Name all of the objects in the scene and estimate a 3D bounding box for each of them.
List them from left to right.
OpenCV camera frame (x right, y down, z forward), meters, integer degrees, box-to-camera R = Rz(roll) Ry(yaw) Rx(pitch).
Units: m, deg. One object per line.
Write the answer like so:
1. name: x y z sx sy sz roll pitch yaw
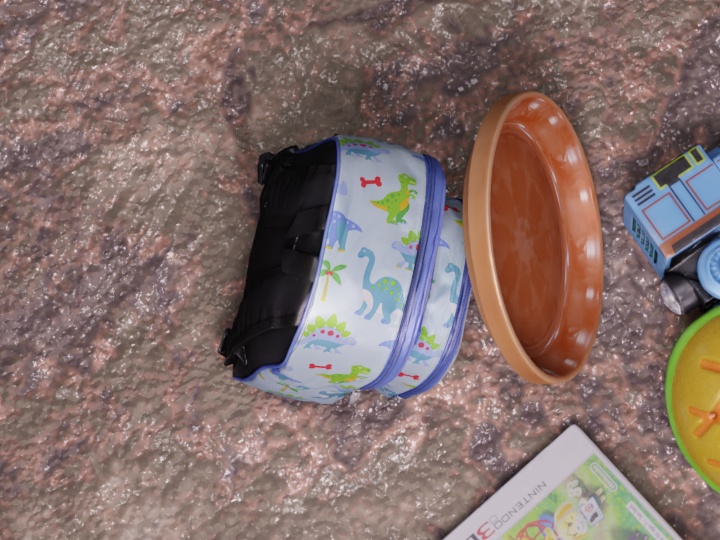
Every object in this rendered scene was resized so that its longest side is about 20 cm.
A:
1. backpack: 0.000 0.000 1.472 0.146 0.200 0.185 13 81 -12
2. plant saucer: 0.117 -0.022 1.480 0.032 0.200 0.202 -7 81 28
3. video game case: 0.146 0.236 1.491 0.182 0.022 0.200 -41 63 -3
4. toy train: 0.285 -0.052 1.528 0.199 0.087 0.115 -33 76 -2
5. maraca: 0.293 0.112 1.495 0.136 0.107 0.201 -26 99 16
